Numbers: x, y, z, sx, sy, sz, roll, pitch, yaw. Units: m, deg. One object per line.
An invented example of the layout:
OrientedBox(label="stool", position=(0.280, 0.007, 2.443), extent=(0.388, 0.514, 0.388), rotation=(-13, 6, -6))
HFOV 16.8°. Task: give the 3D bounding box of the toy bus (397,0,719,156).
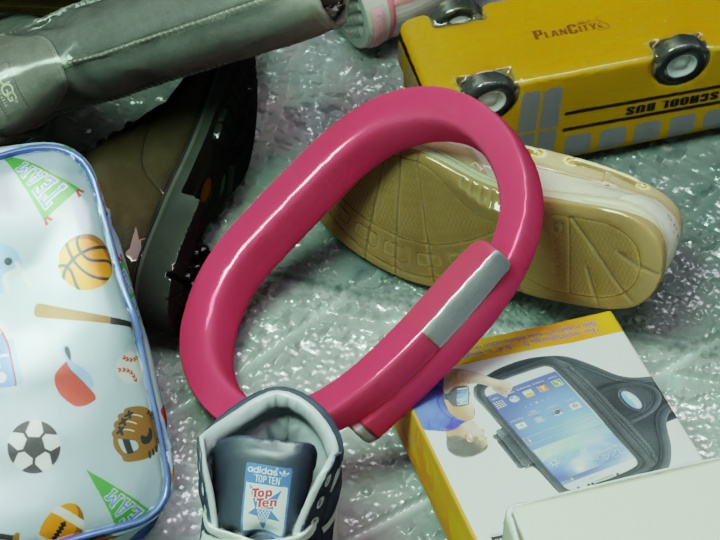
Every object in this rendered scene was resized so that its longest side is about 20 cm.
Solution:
OrientedBox(label="toy bus", position=(0.121, -0.107, 1.296), extent=(0.198, 0.079, 0.065), rotation=(-12, 52, -12))

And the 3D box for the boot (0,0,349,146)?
OrientedBox(label="boot", position=(-0.103, -0.124, 1.226), extent=(0.199, 0.073, 0.182), rotation=(-25, 17, 8))

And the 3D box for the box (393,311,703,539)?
OrientedBox(label="box", position=(0.095, 0.099, 1.117), extent=(0.118, 0.042, 0.200), rotation=(-12, 35, -12))

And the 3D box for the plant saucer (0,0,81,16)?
OrientedBox(label="plant saucer", position=(-0.133, -0.172, 1.265), extent=(0.198, 0.200, 0.049), rotation=(1, 79, -23))

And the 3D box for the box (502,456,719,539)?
OrientedBox(label="box", position=(0.124, 0.180, 0.975), extent=(0.127, 0.201, 0.109), rotation=(-11, 50, -11))

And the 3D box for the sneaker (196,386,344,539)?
OrientedBox(label="sneaker", position=(-0.046, 0.145, 1.058), extent=(0.069, 0.109, 0.201), rotation=(5, 50, 3))

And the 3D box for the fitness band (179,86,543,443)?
OrientedBox(label="fitness band", position=(0.000, 0.000, 1.172), extent=(0.200, 0.037, 0.144), rotation=(-45, 47, 1))

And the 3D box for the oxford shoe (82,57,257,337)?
OrientedBox(label="oxford shoe", position=(-0.104, -0.059, 1.253), extent=(0.084, 0.073, 0.201), rotation=(9, 48, 14))

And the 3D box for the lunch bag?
OrientedBox(label="lunch bag", position=(-0.178, 0.043, 1.116), extent=(0.159, 0.076, 0.202), rotation=(-14, 81, -12))

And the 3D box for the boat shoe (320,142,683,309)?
OrientedBox(label="boat shoe", position=(0.070, -0.031, 1.242), extent=(0.199, 0.074, 0.069), rotation=(17, 28, 22))

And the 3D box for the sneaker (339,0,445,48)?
OrientedBox(label="sneaker", position=(0.000, -0.220, 1.387), extent=(0.104, 0.076, 0.201), rotation=(-24, 62, -16))
